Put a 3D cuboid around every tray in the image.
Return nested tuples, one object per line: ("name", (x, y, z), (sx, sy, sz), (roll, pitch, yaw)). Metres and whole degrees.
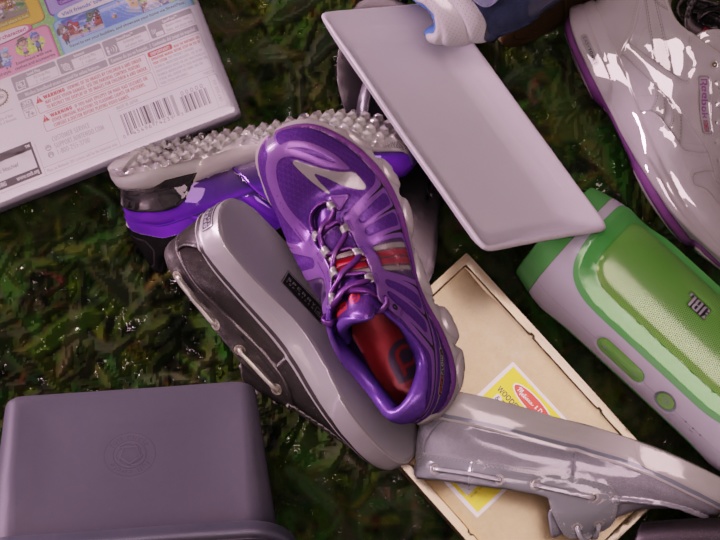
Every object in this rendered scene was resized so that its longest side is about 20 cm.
("tray", (0.060, -0.087, 1.576), (0.107, 0.022, 0.201), (-10, 55, -39))

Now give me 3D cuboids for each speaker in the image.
("speaker", (0.194, 0.041, 1.598), (0.200, 0.088, 0.088), (43, 83, 6))

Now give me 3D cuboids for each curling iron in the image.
("curling iron", (0.295, -0.127, 1.653), (0.199, 0.026, 0.050), (34, 86, 5))

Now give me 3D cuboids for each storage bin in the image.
("storage bin", (-0.136, 0.153, 1.565), (0.198, 0.146, 0.135), (-3, 54, 0))

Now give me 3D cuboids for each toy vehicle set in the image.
("toy vehicle set", (0.088, 0.105, 1.616), (0.124, 0.027, 0.200), (-41, 83, -6))

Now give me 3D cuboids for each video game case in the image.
("video game case", (-0.201, -0.148, 1.659), (0.199, 0.022, 0.183), (-21, 82, -3))

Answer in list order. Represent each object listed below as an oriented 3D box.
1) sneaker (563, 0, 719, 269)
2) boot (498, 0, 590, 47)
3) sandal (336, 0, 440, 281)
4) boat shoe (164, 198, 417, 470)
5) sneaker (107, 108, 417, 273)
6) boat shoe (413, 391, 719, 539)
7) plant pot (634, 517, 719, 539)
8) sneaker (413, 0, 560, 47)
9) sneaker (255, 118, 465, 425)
("sneaker", (0.209, -0.097, 1.616), (0.099, 0.075, 0.201), (-28, 84, 7))
("boot", (0.118, -0.260, 1.652), (0.155, 0.073, 0.200), (44, 94, 12))
("sandal", (0.025, -0.081, 1.637), (0.075, 0.043, 0.202), (-3, 81, -1))
("boat shoe", (-0.042, 0.047, 1.581), (0.064, 0.071, 0.200), (-34, 97, 34))
("sneaker", (-0.054, -0.040, 1.612), (0.199, 0.070, 0.100), (-7, 107, 14))
("boat shoe", (0.129, 0.130, 1.569), (0.199, 0.070, 0.072), (15, 86, 8))
("plant pot", (0.240, 0.244, 1.521), (0.176, 0.200, 0.201), (11, 81, 13))
("sneaker", (0.057, -0.241, 1.597), (0.146, 0.080, 0.201), (-25, 80, 20))
("sneaker", (0.000, 0.000, 1.525), (0.080, 0.083, 0.201), (-31, 88, 17))
